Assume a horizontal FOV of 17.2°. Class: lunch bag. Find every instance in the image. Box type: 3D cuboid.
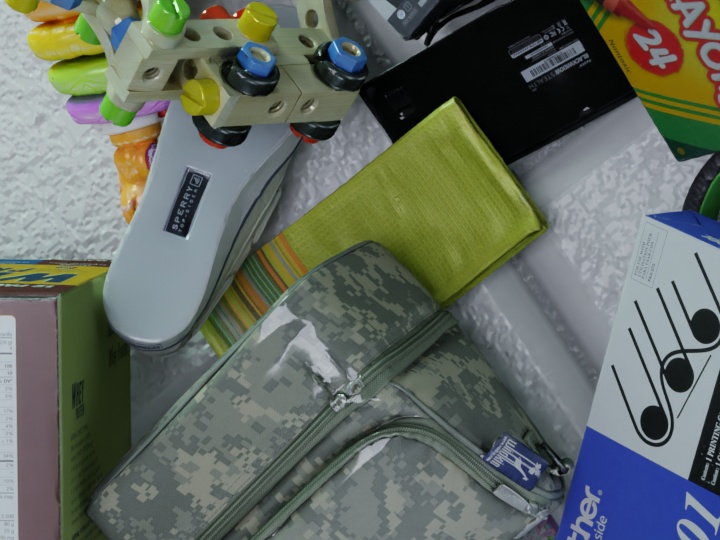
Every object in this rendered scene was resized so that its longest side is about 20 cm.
[{"bbox_3d":[-0.012,0.107,1.199,0.168,0.139,0.200,46,111,3],"label":"lunch bag"}]

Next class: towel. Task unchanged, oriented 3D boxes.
[{"bbox_3d":[0.000,0.000,1.254,0.200,0.018,0.086,-37,89,26],"label":"towel"}]

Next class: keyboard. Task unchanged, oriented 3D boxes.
[{"bbox_3d":[0.093,-0.124,1.213,0.199,0.040,0.104,-27,107,22],"label":"keyboard"}]

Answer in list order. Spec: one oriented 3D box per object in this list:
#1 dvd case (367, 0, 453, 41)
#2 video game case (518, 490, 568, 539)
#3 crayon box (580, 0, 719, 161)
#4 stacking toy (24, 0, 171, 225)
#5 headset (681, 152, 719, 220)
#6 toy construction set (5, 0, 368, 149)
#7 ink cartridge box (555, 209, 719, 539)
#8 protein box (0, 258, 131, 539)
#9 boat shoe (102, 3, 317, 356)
[{"bbox_3d":[0.003,-0.234,1.151,0.200,0.025,0.150,49,122,10],"label":"dvd case"},{"bbox_3d":[0.050,0.184,1.258,0.182,0.023,0.200,-38,78,22],"label":"video game case"},{"bbox_3d":[0.196,-0.130,1.083,0.200,0.051,0.127,-15,115,49],"label":"crayon box"},{"bbox_3d":[-0.132,-0.114,1.279,0.109,0.116,0.201,-7,103,27],"label":"stacking toy"},{"bbox_3d":[0.250,-0.018,1.138,0.199,0.094,0.124,-11,90,40],"label":"headset"},{"bbox_3d":[-0.067,-0.128,1.199,0.131,0.199,0.092,52,143,28],"label":"toy construction set"},{"bbox_3d":[0.157,0.081,1.141,0.094,0.044,0.201,26,112,38],"label":"ink cartridge box"},{"bbox_3d":[-0.202,0.101,1.250,0.134,0.199,0.201,1,95,4],"label":"protein box"},{"bbox_3d":[-0.075,-0.045,1.265,0.071,0.070,0.201,20,78,8],"label":"boat shoe"}]
